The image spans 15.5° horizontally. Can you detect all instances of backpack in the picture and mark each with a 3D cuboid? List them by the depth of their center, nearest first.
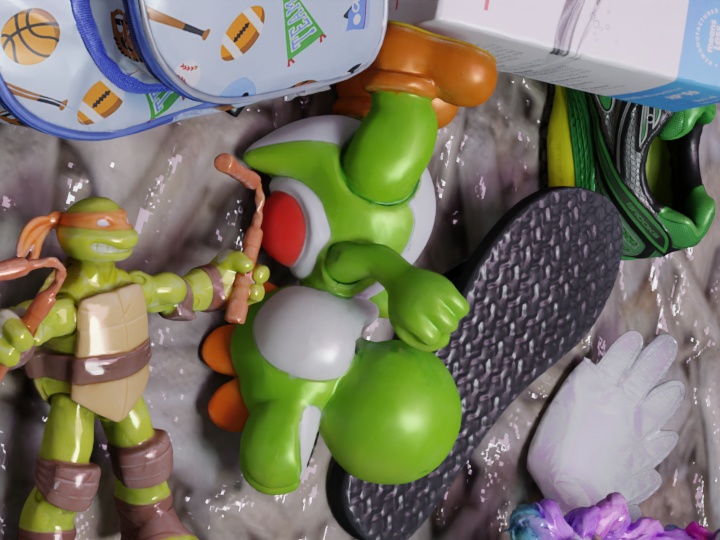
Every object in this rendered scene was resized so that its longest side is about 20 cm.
[{"bbox_3d":[-0.087,-0.132,0.972,0.190,0.154,0.201,-18,109,-35],"label":"backpack"}]

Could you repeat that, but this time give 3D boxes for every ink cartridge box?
[{"bbox_3d":[0.077,-0.147,1.155,0.199,0.068,0.117,11,83,-24],"label":"ink cartridge box"}]

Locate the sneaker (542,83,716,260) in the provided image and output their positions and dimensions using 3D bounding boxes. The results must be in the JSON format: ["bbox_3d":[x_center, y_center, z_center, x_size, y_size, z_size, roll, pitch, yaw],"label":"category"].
[{"bbox_3d":[0.132,-0.104,1.259,0.078,0.085,0.201,-23,109,-45],"label":"sneaker"}]

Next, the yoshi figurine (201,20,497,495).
[{"bbox_3d":[0.013,0.006,1.119,0.112,0.111,0.201,33,71,-51],"label":"yoshi figurine"}]

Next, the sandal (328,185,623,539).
[{"bbox_3d":[0.046,0.036,1.210,0.200,0.045,0.075,-50,122,-16],"label":"sandal"}]

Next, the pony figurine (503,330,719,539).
[{"bbox_3d":[0.137,0.148,1.251,0.193,0.166,0.201,-43,138,-29],"label":"pony figurine"}]

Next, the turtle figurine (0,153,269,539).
[{"bbox_3d":[-0.107,0.041,1.014,0.200,0.064,0.162,-20,115,-55],"label":"turtle figurine"}]
